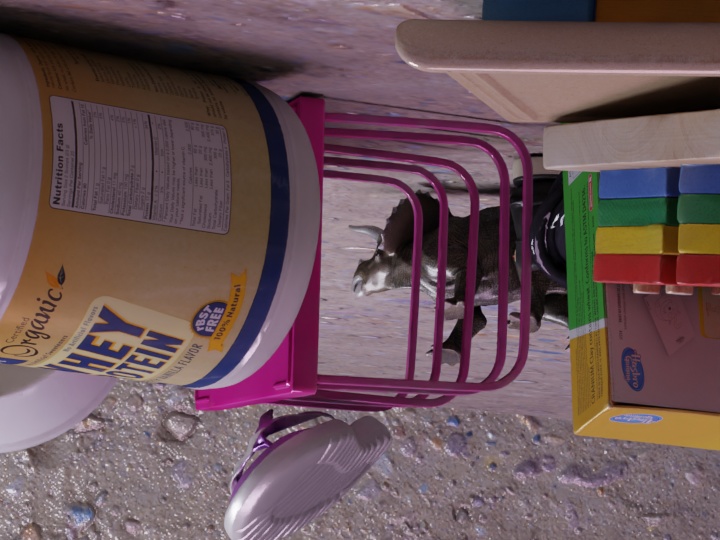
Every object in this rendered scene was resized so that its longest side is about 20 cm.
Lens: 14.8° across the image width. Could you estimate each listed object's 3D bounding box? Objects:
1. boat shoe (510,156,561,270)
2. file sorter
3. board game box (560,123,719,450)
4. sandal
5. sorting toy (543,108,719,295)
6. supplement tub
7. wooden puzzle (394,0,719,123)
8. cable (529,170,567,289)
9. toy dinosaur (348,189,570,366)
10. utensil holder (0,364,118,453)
[{"bbox_3d":[0.144,-0.015,1.494,0.073,0.063,0.201,-3,171,34],"label":"boat shoe"},{"bbox_3d":[0.000,0.000,1.404,0.125,0.140,0.200,4,174,-16],"label":"file sorter"},{"bbox_3d":[0.189,0.005,1.216,0.199,0.154,0.040,8,156,-17],"label":"board game box"},{"bbox_3d":[-0.038,0.098,1.420,0.050,0.082,0.203,43,-175,11],"label":"sandal"},{"bbox_3d":[0.200,-0.022,1.103,0.199,0.070,0.199,2,180,-19],"label":"sorting toy"},{"bbox_3d":[-0.134,-0.028,1.228,0.199,0.145,0.144,9,172,-31],"label":"supplement tub"},{"bbox_3d":[0.126,-0.081,1.072,0.184,0.037,0.200,2,178,17],"label":"wooden puzzle"},{"bbox_3d":[0.173,-0.023,1.340,0.163,0.051,0.200,-14,160,32],"label":"cable"},{"bbox_3d":[0.085,-0.003,1.545,0.199,0.103,0.077,-3,144,10],"label":"toy dinosaur"},{"bbox_3d":[-0.199,0.004,1.450,0.169,0.171,0.200,5,172,-3],"label":"utensil holder"}]
